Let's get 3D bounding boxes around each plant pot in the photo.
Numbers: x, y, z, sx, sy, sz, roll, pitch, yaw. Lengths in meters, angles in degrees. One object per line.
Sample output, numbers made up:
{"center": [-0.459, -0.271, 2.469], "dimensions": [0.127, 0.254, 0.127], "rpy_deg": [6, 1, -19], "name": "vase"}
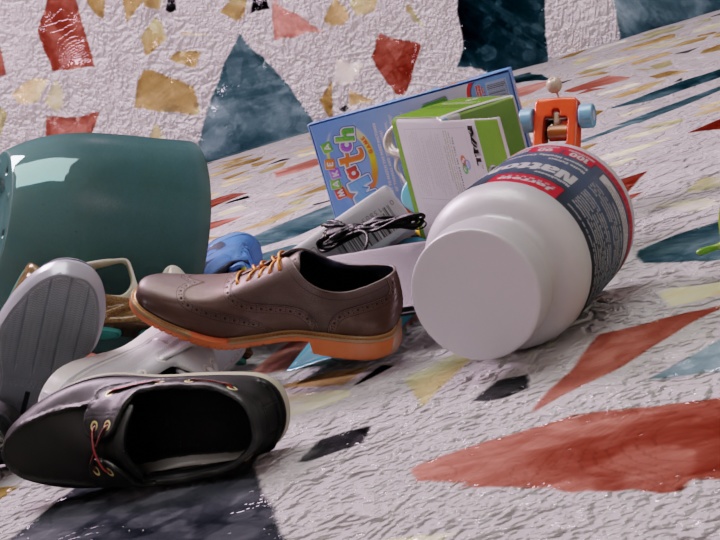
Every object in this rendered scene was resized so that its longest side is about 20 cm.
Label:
{"center": [-0.238, -0.028, 1.462], "dimensions": [0.161, 0.201, 0.200], "rpy_deg": [11, -2, -24], "name": "plant pot"}

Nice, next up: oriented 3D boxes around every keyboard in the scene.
{"center": [0.000, 0.000, 1.337], "dimensions": [0.200, 0.021, 0.127], "rpy_deg": [-8, 41, 34], "name": "keyboard"}

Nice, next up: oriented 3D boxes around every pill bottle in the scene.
{"center": [0.112, -0.012, 1.194], "dimensions": [0.119, 0.120, 0.200], "rpy_deg": [-12, 11, 25], "name": "pill bottle"}

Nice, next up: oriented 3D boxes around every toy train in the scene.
{"center": [0.124, -0.091, 1.576], "dimensions": [0.200, 0.151, 0.056], "rpy_deg": [-7, -16, 20], "name": "toy train"}

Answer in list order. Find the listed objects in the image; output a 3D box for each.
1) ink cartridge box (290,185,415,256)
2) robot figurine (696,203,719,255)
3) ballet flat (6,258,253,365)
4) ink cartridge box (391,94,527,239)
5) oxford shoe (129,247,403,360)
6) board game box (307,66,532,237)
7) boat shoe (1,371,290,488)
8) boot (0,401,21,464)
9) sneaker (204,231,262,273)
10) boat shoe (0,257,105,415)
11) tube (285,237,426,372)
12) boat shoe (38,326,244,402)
{"center": [-0.029, 0.000, 1.503], "dimensions": [0.162, 0.057, 0.200], "rpy_deg": [-35, -10, -2], "name": "ink cartridge box"}
{"center": [0.301, -0.034, 1.011], "dimensions": [0.200, 0.116, 0.175], "rpy_deg": [-8, 12, 42], "name": "robot figurine"}
{"center": [-0.180, 0.028, 1.365], "dimensions": [0.200, 0.073, 0.068], "rpy_deg": [8, -15, -12], "name": "ballet flat"}
{"center": [0.113, -0.064, 1.398], "dimensions": [0.076, 0.148, 0.200], "rpy_deg": [-19, 11, -21], "name": "ink cartridge box"}
{"center": [-0.068, 0.013, 1.238], "dimensions": [0.199, 0.073, 0.071], "rpy_deg": [4, 33, 0], "name": "oxford shoe"}
{"center": [0.066, -0.094, 1.626], "dimensions": [0.200, 0.152, 0.037], "rpy_deg": [-14, 9, 11], "name": "board game box"}
{"center": [-0.148, 0.104, 1.109], "dimensions": [0.201, 0.074, 0.063], "rpy_deg": [-9, 4, 18], "name": "boat shoe"}
{"center": [-0.358, 0.157, 1.224], "dimensions": [0.165, 0.066, 0.200], "rpy_deg": [-13, 15, 28], "name": "boot"}
{"center": [-0.120, 0.010, 1.593], "dimensions": [0.078, 0.066, 0.200], "rpy_deg": [-20, 12, 25], "name": "sneaker"}
{"center": [-0.239, 0.048, 1.276], "dimensions": [0.073, 0.200, 0.067], "rpy_deg": [18, 43, -17], "name": "boat shoe"}
{"center": [0.013, 0.032, 1.349], "dimensions": [0.077, 0.050, 0.200], "rpy_deg": [-20, 13, 28], "name": "tube"}
{"center": [-0.142, 0.079, 1.249], "dimensions": [0.068, 0.072, 0.200], "rpy_deg": [24, 23, 31], "name": "boat shoe"}
